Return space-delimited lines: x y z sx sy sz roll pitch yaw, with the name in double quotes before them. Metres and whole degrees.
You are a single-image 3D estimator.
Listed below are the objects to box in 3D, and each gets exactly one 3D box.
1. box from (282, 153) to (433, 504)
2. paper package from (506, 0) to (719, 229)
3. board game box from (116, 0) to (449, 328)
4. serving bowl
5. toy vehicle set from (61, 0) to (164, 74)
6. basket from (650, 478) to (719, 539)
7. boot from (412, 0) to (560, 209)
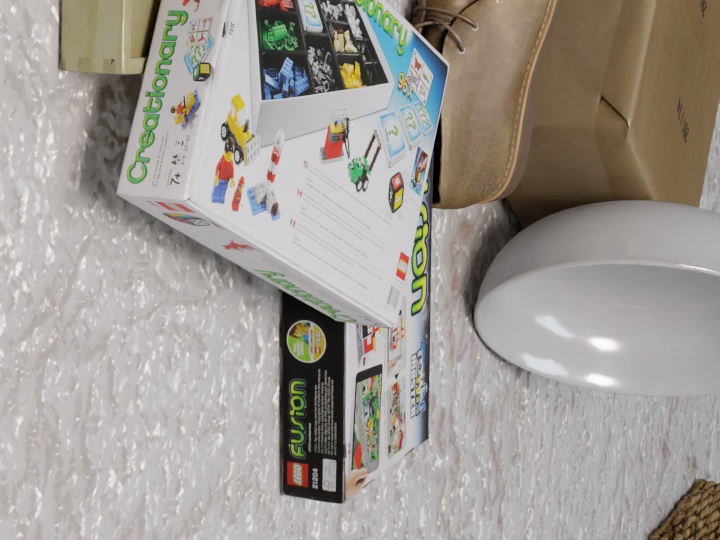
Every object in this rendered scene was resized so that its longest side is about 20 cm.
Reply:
"box" 0.000 0.000 0.937 0.110 0.034 0.201 -26 120 -64
"paper package" 0.149 -0.121 1.177 0.200 0.103 0.192 51 49 -59
"board game box" -0.023 -0.061 0.787 0.200 0.034 0.127 34 66 -62
"serving bowl" 0.168 0.009 1.140 0.200 0.199 0.066 52 40 -59
"toy vehicle set" -0.056 -0.144 0.779 0.200 0.026 0.125 -15 110 -66
"basket" 0.335 0.278 1.662 0.200 0.148 0.144 -25 119 -65
"boot" 0.056 -0.129 1.003 0.075 0.073 0.201 -17 113 -55
